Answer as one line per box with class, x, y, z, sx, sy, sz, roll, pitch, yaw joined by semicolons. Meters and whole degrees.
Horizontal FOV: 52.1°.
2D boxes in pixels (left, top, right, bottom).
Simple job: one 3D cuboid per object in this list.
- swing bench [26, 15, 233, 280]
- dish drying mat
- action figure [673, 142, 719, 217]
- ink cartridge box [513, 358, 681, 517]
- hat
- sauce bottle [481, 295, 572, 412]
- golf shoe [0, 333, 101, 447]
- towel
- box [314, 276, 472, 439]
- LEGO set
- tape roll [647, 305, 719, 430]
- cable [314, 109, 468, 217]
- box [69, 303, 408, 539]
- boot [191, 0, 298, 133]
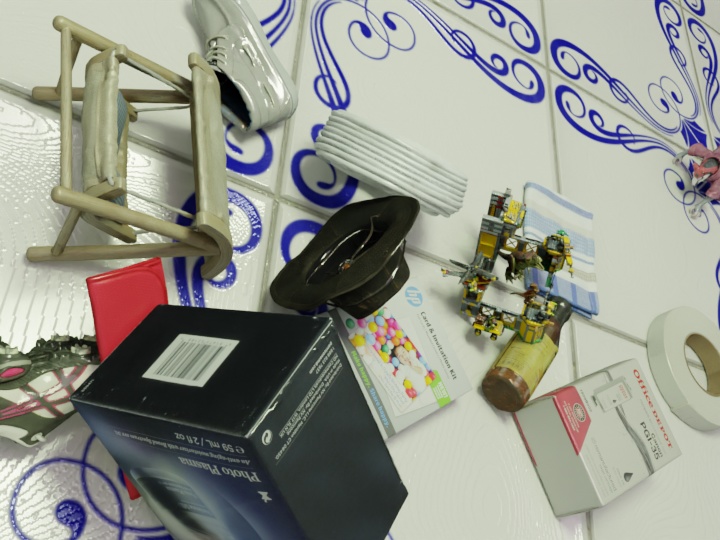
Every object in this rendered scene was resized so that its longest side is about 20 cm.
swing bench;-0.218;-0.114;0.742;0.198;0.130;0.202;6;63;-33
dish drying mat;-0.190;0.095;0.652;0.076;0.018;0.203;-22;112;-48
action figure;0.698;-0.190;1.426;0.199;0.148;0.136;-7;76;-52
ink cartridge box;0.316;0.215;0.978;0.198;0.083;0.148;-13;74;-38
hat;0.000;0.000;0.806;0.081;0.199;0.202;51;47;-23
sauce bottle;0.231;0.104;0.987;0.066;0.066;0.200;49;51;-3
golf shoe;-0.271;0.103;0.643;0.198;0.077;0.090;3;96;-43
towel;0.313;-0.037;1.147;0.145;0.024;0.202;23;55;-23
box;0.024;0.108;0.856;0.198;0.041;0.158;-18;78;-41
LEGO set;0.207;-0.016;0.968;0.152;0.117;0.201;23;52;18
tape roll;0.548;0.158;1.202;0.201;0.037;0.205;17;58;-28
cable;0.041;-0.130;0.905;0.198;0.200;0.070;24;98;-19
box;-0.092;0.146;0.602;0.124;0.198;0.200;-53;132;-39
boot;-0.161;-0.263;0.895;0.201;0.073;0.095;54;42;-1
